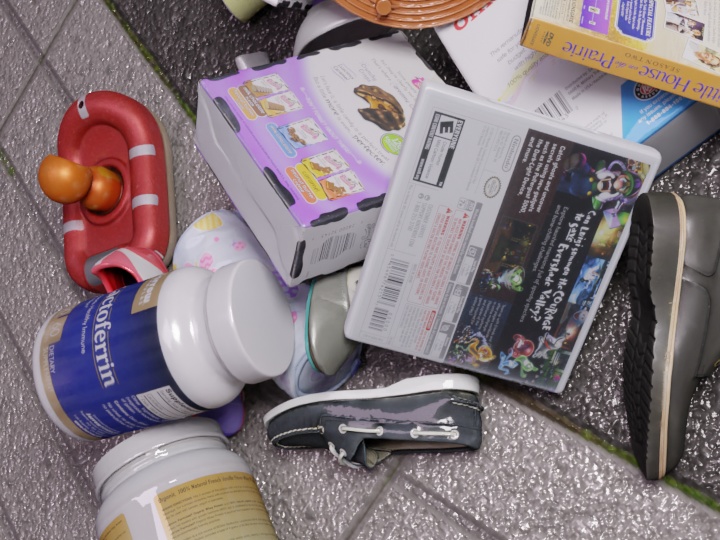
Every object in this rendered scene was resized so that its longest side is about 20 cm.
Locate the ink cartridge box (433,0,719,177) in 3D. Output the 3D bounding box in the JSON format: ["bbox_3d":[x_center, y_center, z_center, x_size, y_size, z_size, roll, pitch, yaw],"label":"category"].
[{"bbox_3d":[0.168,-0.158,0.812,0.144,0.084,0.202,-37,64,18],"label":"ink cartridge box"}]

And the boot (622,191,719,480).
[{"bbox_3d":[0.260,0.048,0.721,0.135,0.078,0.204,-1,106,-1],"label":"boot"}]

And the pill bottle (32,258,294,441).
[{"bbox_3d":[-0.160,0.063,0.843,0.197,0.115,0.118,-18,70,23],"label":"pill bottle"}]

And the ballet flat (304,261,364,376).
[{"bbox_3d":[0.000,0.000,0.842,0.062,0.068,0.202,-13,37,20],"label":"ballet flat"}]

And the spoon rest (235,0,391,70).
[{"bbox_3d":[-0.041,-0.199,0.938,0.198,0.098,0.062,-13,95,52],"label":"spoon rest"}]

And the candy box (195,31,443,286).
[{"bbox_3d":[-0.009,-0.097,0.832,0.169,0.197,0.072,54,148,29],"label":"candy box"}]

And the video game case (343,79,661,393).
[{"bbox_3d":[0.099,-0.018,0.753,0.178,0.023,0.203,15,113,-8],"label":"video game case"}]

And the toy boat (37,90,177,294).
[{"bbox_3d":[-0.265,-0.085,1.025,0.128,0.130,0.204,-17,71,26],"label":"toy boat"}]

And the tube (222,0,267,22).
[{"bbox_3d":[-0.057,-0.328,1.009,0.199,0.052,0.058,-36,102,14],"label":"tube"}]

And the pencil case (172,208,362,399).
[{"bbox_3d":[-0.085,0.027,0.919,0.199,0.082,0.092,38,112,32],"label":"pencil case"}]

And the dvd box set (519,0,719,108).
[{"bbox_3d":[0.218,-0.187,0.729,0.196,0.030,0.148,16,54,-1],"label":"dvd box set"}]

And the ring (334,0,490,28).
[{"bbox_3d":[0.042,-0.275,0.764,0.199,0.201,0.019,-34,27,19],"label":"ring"}]

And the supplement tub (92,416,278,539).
[{"bbox_3d":[-0.139,0.242,0.867,0.143,0.144,0.202,-36,63,18],"label":"supplement tub"}]

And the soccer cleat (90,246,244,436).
[{"bbox_3d":[-0.177,0.069,0.946,0.066,0.076,0.202,-34,82,27],"label":"soccer cleat"}]

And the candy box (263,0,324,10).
[{"bbox_3d":[-0.043,-0.315,0.878,0.071,0.200,0.170,26,106,6],"label":"candy box"}]

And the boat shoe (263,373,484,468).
[{"bbox_3d":[0.006,0.131,0.847,0.197,0.075,0.062,-16,65,28],"label":"boat shoe"}]
